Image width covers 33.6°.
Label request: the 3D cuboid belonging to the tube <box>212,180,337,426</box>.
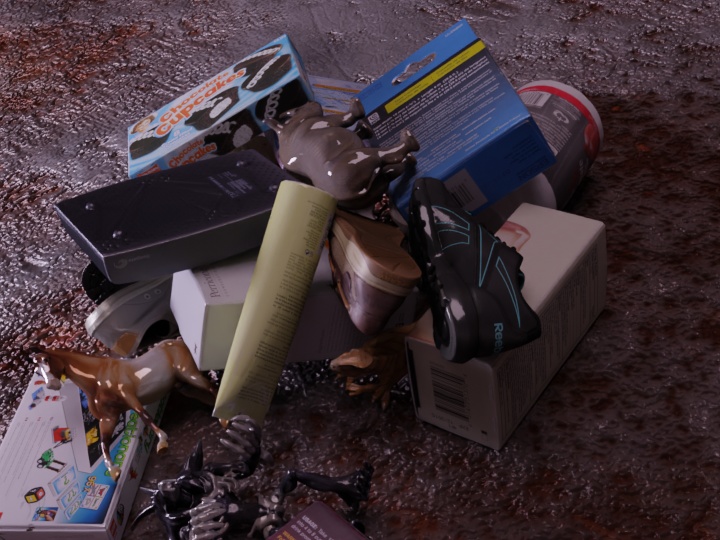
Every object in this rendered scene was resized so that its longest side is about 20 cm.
[{"bbox_3d":[-0.072,0.028,0.970,0.058,0.201,0.052,19,-7,-21],"label":"tube"}]

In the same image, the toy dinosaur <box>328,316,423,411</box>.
[{"bbox_3d":[0.036,0.065,1.013,0.060,0.106,0.200,48,36,4],"label":"toy dinosaur"}]

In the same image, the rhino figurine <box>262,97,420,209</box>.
[{"bbox_3d":[-0.028,-0.115,1.085,0.087,0.060,0.200,-38,39,-12],"label":"rhino figurine"}]

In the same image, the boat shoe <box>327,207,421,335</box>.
[{"bbox_3d":[0.000,0.000,0.997,0.072,0.072,0.200,17,14,-17],"label":"boat shoe"}]

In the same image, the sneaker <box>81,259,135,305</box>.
[{"bbox_3d":[-0.197,-0.051,1.193,0.200,0.076,0.088,-37,16,19],"label":"sneaker"}]

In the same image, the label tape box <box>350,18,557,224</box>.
[{"bbox_3d":[0.083,-0.134,1.123,0.144,0.063,0.200,-33,37,11],"label":"label tape box"}]

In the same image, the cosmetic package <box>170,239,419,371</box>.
[{"bbox_3d":[-0.060,0.026,1.068,0.199,0.072,0.102,-4,33,-24],"label":"cosmetic package"}]

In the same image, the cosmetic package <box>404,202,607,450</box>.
[{"bbox_3d":[0.129,0.043,1.023,0.087,0.104,0.200,18,46,32],"label":"cosmetic package"}]

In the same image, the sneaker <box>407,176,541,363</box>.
[{"bbox_3d":[0.086,-0.003,0.966,0.079,0.076,0.201,-5,45,-9],"label":"sneaker"}]

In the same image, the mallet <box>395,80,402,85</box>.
[{"bbox_3d":[0.097,-0.203,1.398,0.066,0.041,0.200,-28,36,-20],"label":"mallet"}]

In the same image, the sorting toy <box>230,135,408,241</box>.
[{"bbox_3d":[-0.031,-0.057,1.202,0.179,0.107,0.200,-8,31,-12],"label":"sorting toy"}]

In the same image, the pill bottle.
[{"bbox_3d":[0.156,-0.093,1.179,0.110,0.111,0.200,13,44,28],"label":"pill bottle"}]

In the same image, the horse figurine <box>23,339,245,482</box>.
[{"bbox_3d":[-0.170,0.102,1.023,0.199,0.050,0.133,-15,50,-34],"label":"horse figurine"}]

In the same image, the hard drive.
[{"bbox_3d":[-0.153,-0.049,1.050,0.199,0.043,0.135,-19,33,-27],"label":"hard drive"}]

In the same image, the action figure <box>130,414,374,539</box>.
[{"bbox_3d":[-0.092,0.174,0.918,0.199,0.102,0.119,0,51,12],"label":"action figure"}]

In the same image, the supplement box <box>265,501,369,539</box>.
[{"bbox_3d":[-0.067,0.264,0.786,0.200,0.111,0.086,-34,44,-26],"label":"supplement box"}]

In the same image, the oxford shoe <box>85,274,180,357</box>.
[{"bbox_3d":[-0.178,0.029,1.146,0.058,0.075,0.200,46,39,8],"label":"oxford shoe"}]

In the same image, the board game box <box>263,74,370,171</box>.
[{"bbox_3d":[-0.008,-0.152,1.276,0.199,0.041,0.200,6,27,-20],"label":"board game box"}]

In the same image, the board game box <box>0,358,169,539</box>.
[{"bbox_3d":[-0.247,0.155,1.032,0.125,0.035,0.200,-1,39,10],"label":"board game box"}]

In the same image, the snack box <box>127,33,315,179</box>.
[{"bbox_3d":[-0.146,-0.159,1.217,0.199,0.037,0.116,-30,32,7],"label":"snack box"}]
